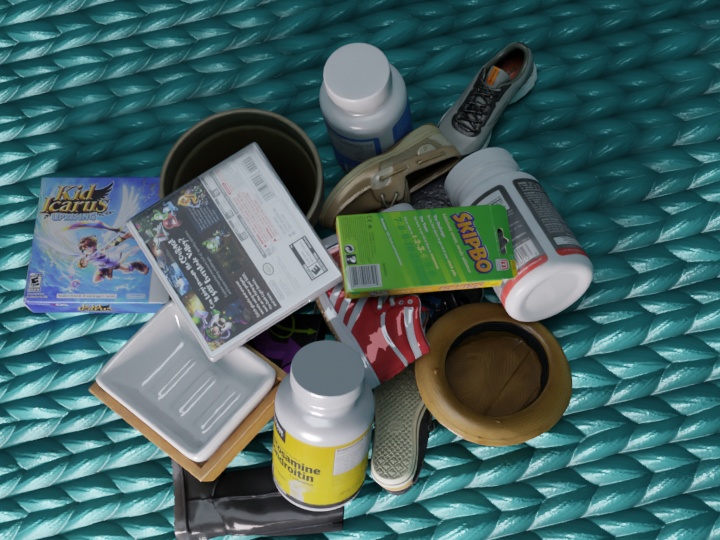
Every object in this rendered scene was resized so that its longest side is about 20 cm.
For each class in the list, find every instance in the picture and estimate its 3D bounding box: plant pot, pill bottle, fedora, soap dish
[{"bbox_3d":[-0.135,-0.079,1.610,0.200,0.174,0.200,-2,70,6],"label":"plant pot"},{"bbox_3d":[0.187,-0.047,1.548,0.116,0.116,0.200,-25,59,-3],"label":"pill bottle"},{"bbox_3d":[0.008,-0.204,1.630,0.112,0.200,0.112,-2,68,5],"label":"pill bottle"},{"bbox_3d":[0.153,0.134,1.528,0.200,0.082,0.201,6,56,-10],"label":"fedora"},{"bbox_3d":[-0.195,0.141,1.498,0.200,0.081,0.157,33,70,29],"label":"soap dish"},{"bbox_3d":[-0.042,0.173,1.439,0.112,0.200,0.112,3,46,-3],"label":"pill bottle"}]

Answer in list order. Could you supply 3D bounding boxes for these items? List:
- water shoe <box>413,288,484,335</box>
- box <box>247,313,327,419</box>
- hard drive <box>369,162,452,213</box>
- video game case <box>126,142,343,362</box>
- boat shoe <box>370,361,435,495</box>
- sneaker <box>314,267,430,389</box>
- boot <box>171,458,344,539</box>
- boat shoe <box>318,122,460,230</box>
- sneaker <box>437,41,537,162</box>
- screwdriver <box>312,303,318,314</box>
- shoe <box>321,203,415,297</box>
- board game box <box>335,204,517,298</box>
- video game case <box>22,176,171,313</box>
[{"bbox_3d":[0.074,0.074,1.563,0.200,0.072,0.079,-27,36,-10],"label":"water shoe"},{"bbox_3d":[-0.152,0.115,1.581,0.200,0.036,0.143,0,51,15],"label":"box"},{"bbox_3d":[0.067,-0.037,1.645,0.200,0.038,0.140,-44,70,-11],"label":"hard drive"},{"bbox_3d":[-0.147,-0.023,1.488,0.182,0.023,0.200,-32,76,-5],"label":"video game case"},{"bbox_3d":[0.052,0.181,1.549,0.075,0.062,0.200,1,53,12],"label":"boat shoe"},{"bbox_3d":[0.009,0.034,1.504,0.112,0.071,0.200,-28,69,-2],"label":"sneaker"},{"bbox_3d":[-0.123,0.243,1.540,0.200,0.066,0.165,-8,62,2],"label":"boot"},{"bbox_3d":[0.036,-0.109,1.618,0.200,0.071,0.065,-38,67,-10],"label":"boat shoe"},{"bbox_3d":[0.159,-0.223,1.686,0.074,0.079,0.200,34,77,16],"label":"sneaker"},{"bbox_3d":[-0.065,0.086,1.626,0.028,0.029,0.200,8,61,11],"label":"screwdriver"},{"bbox_3d":[0.000,0.000,1.574,0.200,0.071,0.091,-29,58,-5],"label":"shoe"},{"bbox_3d":[0.076,-0.023,1.470,0.200,0.030,0.096,-5,70,-5],"label":"board game box"},{"bbox_3d":[-0.333,-0.035,1.688,0.200,0.045,0.181,0,67,7],"label":"video game case"}]
